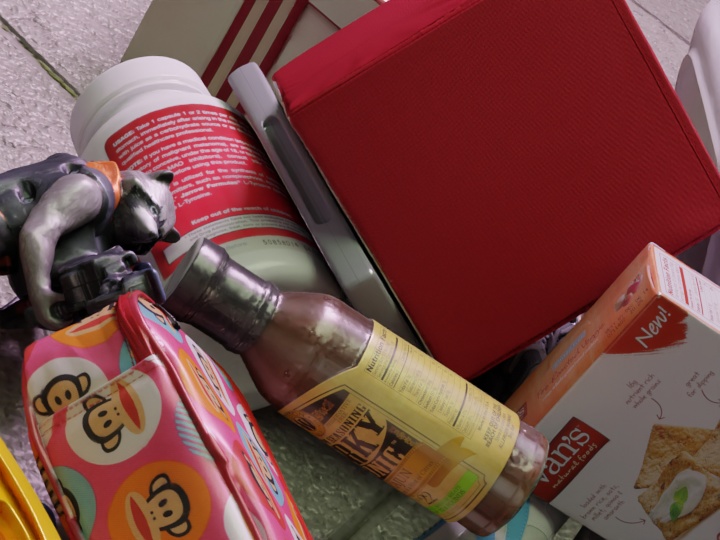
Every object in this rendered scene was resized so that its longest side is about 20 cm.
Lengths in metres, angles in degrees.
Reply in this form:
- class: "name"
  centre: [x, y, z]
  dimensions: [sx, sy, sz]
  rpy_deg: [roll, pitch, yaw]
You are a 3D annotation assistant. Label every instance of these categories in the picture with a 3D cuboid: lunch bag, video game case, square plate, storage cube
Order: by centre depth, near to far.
- class: "lunch bag"
  centre: [-0.068, 0.121, 0.892]
  dimensions: [0.200, 0.082, 0.176]
  rpy_deg: [62, 1, 24]
- class: "storage cube"
  centre: [0.071, -0.073, 1.098]
  dimensions: [0.200, 0.180, 0.171]
  rpy_deg: [58, 2, -14]
- class: "video game case"
  centre: [0.000, 0.000, 1.138]
  dimensions: [0.182, 0.022, 0.200]
  rpy_deg: [61, 1, 40]
- class: "square plate"
  centre: [0.202, -0.033, 1.181]
  dimensions: [0.028, 0.198, 0.200]
  rpy_deg: [4, 39, -4]

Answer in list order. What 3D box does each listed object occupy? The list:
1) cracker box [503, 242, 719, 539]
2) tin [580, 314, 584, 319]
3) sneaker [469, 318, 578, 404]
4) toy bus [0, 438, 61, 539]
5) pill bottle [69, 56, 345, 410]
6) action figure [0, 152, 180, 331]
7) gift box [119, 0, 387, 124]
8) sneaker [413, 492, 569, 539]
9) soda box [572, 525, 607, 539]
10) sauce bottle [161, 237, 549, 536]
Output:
- class: "cracker box"
  centre: [0.187, 0.095, 1.041]
  dimensions: [0.200, 0.134, 0.058]
  rpy_deg: [32, 27, -14]
- class: "tin"
  centre: [0.227, 0.053, 1.293]
  dimensions: [0.200, 0.042, 0.112]
  rpy_deg: [7, 40, -40]
- class: "sneaker"
  centre: [0.108, 0.058, 1.222]
  dimensions: [0.115, 0.075, 0.200]
  rpy_deg: [11, 35, -37]
- class: "toy bus"
  centre: [-0.168, 0.143, 0.794]
  dimensions: [0.192, 0.136, 0.200]
  rpy_deg: [17, 31, -55]
- class: "pill bottle"
  centre: [-0.093, -0.026, 1.112]
  dimensions: [0.112, 0.112, 0.200]
  rpy_deg: [8, 38, -36]
- class: "action figure"
  centre: [-0.169, -0.018, 0.966]
  dimensions: [0.193, 0.200, 0.105]
  rpy_deg: [-11, 93, -32]
- class: "gift box"
  centre: [-0.023, -0.180, 1.337]
  dimensions: [0.184, 0.187, 0.200]
  rpy_deg: [39, 31, 11]
- class: "sneaker"
  centre: [0.059, 0.164, 1.024]
  dimensions: [0.081, 0.077, 0.200]
  rpy_deg: [48, 37, 9]
- class: "soda box"
  centre: [0.117, 0.208, 1.010]
  dimensions: [0.068, 0.064, 0.200]
  rpy_deg: [32, 29, 0]
- class: "sauce bottle"
  centre: [-0.005, 0.054, 0.967]
  dimensions: [0.200, 0.065, 0.065]
  rpy_deg: [33, 29, -9]
